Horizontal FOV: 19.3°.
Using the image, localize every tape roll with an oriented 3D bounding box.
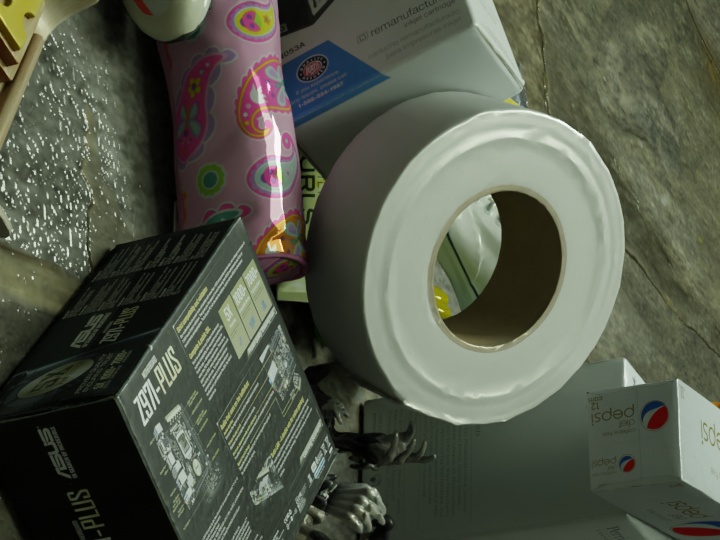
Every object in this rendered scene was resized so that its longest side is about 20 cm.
[{"bbox_3d":[0.066,-0.007,1.323,0.202,0.071,0.204,-10,109,-31],"label":"tape roll"}]

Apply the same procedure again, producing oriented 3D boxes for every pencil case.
[{"bbox_3d":[-0.081,-0.086,1.294,0.087,0.087,0.201,17,64,-64],"label":"pencil case"}]

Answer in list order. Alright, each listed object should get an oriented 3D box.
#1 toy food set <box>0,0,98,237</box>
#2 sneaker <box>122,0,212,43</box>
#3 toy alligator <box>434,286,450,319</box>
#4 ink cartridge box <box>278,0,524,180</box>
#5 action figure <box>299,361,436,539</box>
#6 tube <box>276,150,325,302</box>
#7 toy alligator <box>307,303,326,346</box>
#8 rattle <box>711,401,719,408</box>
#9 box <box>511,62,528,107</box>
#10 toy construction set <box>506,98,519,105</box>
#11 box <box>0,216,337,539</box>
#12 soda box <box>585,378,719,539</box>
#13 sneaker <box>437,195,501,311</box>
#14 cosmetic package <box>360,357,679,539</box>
[{"bbox_3d":[-0.193,-0.134,1.079,0.201,0.060,0.144,-77,146,-45],"label":"toy food set"},{"bbox_3d":[-0.149,-0.229,1.236,0.093,0.070,0.201,-13,91,-56],"label":"sneaker"},{"bbox_3d":[0.047,0.054,1.471,0.060,0.054,0.200,-62,-174,12],"label":"toy alligator"},{"bbox_3d":[0.004,-0.180,1.394,0.084,0.145,0.201,45,23,-51],"label":"ink cartridge box"},{"bbox_3d":[-0.011,0.132,1.328,0.119,0.102,0.201,-46,124,-50],"label":"action figure"},{"bbox_3d":[-0.023,-0.067,1.442,0.052,0.058,0.201,46,36,-57],"label":"tube"},{"bbox_3d":[0.000,0.000,1.482,0.200,0.059,0.054,-68,180,-53],"label":"toy alligator"},{"bbox_3d":[0.319,0.177,2.043,0.200,0.142,0.131,42,23,-46],"label":"rattle"},{"bbox_3d":[0.095,-0.102,1.759,0.200,0.049,0.162,3,78,-67],"label":"box"},{"bbox_3d":[0.097,-0.074,1.614,0.200,0.131,0.092,57,5,16],"label":"toy construction set"},{"bbox_3d":[-0.102,0.093,1.147,0.200,0.086,0.164,-62,135,-57],"label":"box"},{"bbox_3d":[0.214,0.130,1.390,0.200,0.063,0.068,32,53,-56],"label":"soda box"},{"bbox_3d":[0.093,-0.022,1.542,0.201,0.071,0.073,65,19,-11],"label":"sneaker"},{"bbox_3d":[0.130,0.169,1.511,0.199,0.199,0.124,45,39,-51],"label":"cosmetic package"}]
